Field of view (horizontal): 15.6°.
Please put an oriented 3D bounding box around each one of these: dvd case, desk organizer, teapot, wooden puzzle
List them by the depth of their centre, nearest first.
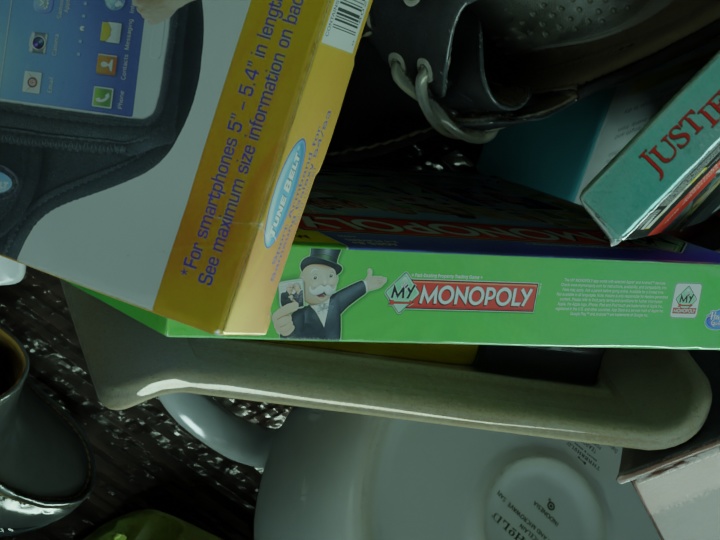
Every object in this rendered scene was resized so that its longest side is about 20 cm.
[{"bbox_3d":[0.137,-0.068,0.795,0.146,0.022,0.200,-46,170,13],"label":"dvd case"},{"bbox_3d":[0.000,0.000,0.890,0.200,0.185,0.037,3,114,-16],"label":"wooden puzzle"},{"bbox_3d":[0.146,0.047,0.936,0.072,0.200,0.077,-23,108,18],"label":"desk organizer"},{"bbox_3d":[0.030,0.108,1.038,0.197,0.200,0.146,-6,173,-32],"label":"teapot"}]

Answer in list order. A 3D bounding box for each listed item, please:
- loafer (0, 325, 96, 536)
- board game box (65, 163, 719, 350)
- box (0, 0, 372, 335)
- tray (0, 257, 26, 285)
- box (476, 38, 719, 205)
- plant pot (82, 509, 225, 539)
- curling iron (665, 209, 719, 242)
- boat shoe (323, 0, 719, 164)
[{"bbox_3d":[-0.153,0.050,0.981,0.072,0.073,0.200,-20,154,23],"label":"loafer"},{"bbox_3d":[-0.002,-0.008,0.781,0.200,0.135,0.029,3,101,-35],"label":"board game box"},{"bbox_3d":[-0.100,-0.071,0.666,0.200,0.119,0.041,19,-176,13],"label":"box"},{"bbox_3d":[-0.218,-0.034,0.924,0.200,0.022,0.107,-1,141,-9],"label":"tray"},{"bbox_3d":[0.103,-0.095,0.859,0.082,0.049,0.200,-21,148,-28],"label":"box"},{"bbox_3d":[-0.053,0.202,1.131,0.184,0.201,0.200,37,124,-27],"label":"plant pot"},{"bbox_3d":[0.126,-0.018,0.957,0.200,0.050,0.026,-36,119,3],"label":"curling iron"},{"bbox_3d":[0.043,-0.073,0.777,0.200,0.060,0.074,-23,139,30],"label":"boat shoe"}]
